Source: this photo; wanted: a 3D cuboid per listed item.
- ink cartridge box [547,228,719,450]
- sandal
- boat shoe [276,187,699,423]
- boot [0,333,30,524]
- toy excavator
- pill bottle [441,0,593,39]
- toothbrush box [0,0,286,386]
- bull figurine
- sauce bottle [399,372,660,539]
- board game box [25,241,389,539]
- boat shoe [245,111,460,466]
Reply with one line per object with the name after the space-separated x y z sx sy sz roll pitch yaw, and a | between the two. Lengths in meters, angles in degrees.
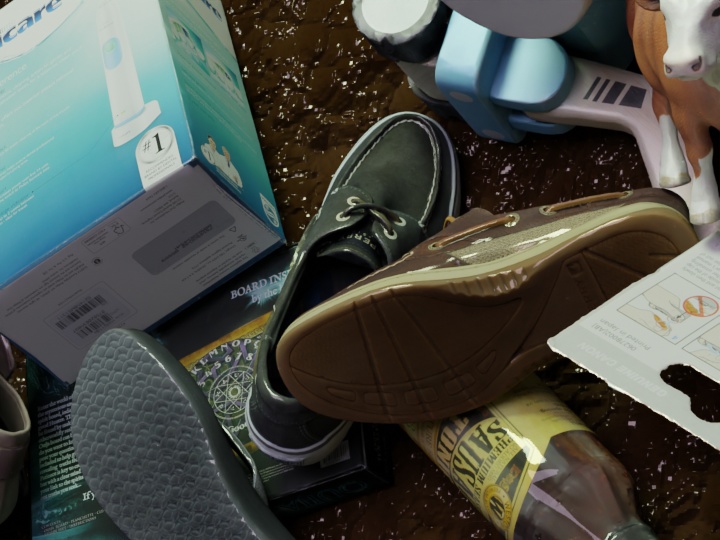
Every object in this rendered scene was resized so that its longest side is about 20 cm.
0.201 0.034 1.129 0.199 0.050 0.161 -33 45 -30 | ink cartridge box
-0.072 0.117 1.305 0.076 0.043 0.201 -41 78 25 | sandal
0.058 0.009 1.229 0.199 0.072 0.072 -22 24 13 | boat shoe
-0.236 0.055 1.415 0.201 0.070 0.146 56 134 20 | boot
0.100 -0.098 1.302 0.199 0.100 0.196 11 75 27 | toy excavator
0.103 -0.210 1.246 0.116 0.117 0.201 10 54 35 | pill bottle
-0.136 -0.065 1.415 0.146 0.085 0.201 -33 44 15 | toothbrush box
0.151 -0.087 1.160 0.065 0.200 0.122 -8 106 5 | bull figurine
0.082 0.093 1.231 0.066 0.066 0.200 -49 50 3 | sauce bottle
-0.081 0.071 1.369 0.199 0.028 0.136 -20 58 24 | board game box
0.000 0.000 1.306 0.068 0.057 0.201 18 62 9 | boat shoe
